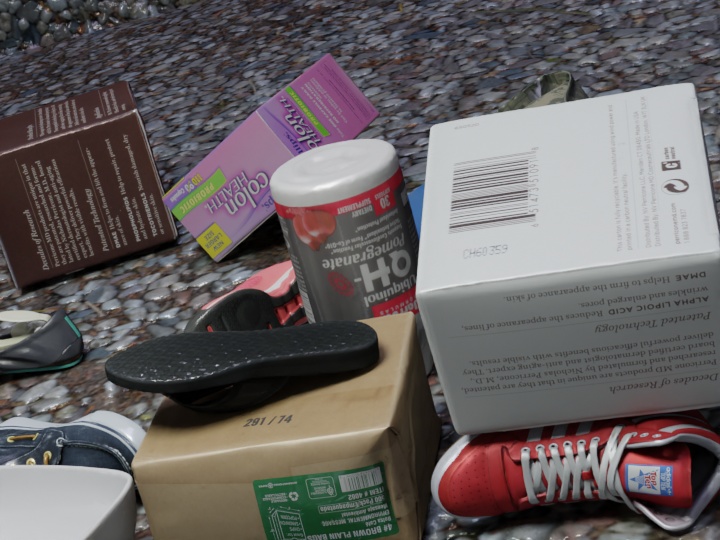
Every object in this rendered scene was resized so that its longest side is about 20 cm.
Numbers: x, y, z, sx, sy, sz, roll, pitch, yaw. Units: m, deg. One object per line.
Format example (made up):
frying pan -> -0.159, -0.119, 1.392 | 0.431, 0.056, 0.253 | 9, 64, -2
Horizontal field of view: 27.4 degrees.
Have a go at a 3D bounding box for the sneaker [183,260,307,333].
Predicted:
sneaker -> -0.098, 0.043, 1.413 | 0.199, 0.074, 0.086 | -28, 11, -39

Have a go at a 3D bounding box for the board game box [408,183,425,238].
board game box -> 0.111, -0.026, 1.425 | 0.157, 0.039, 0.200 | 28, 32, 17

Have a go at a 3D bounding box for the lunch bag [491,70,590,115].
lunch bag -> 0.174, -0.065, 1.220 | 0.117, 0.165, 0.200 | -31, 12, 20

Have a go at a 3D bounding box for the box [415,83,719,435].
box -> 0.149, -0.010, 1.017 | 0.198, 0.131, 0.200 | -8, 38, 13

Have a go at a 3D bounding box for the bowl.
bowl -> -0.269, 0.221, 1.059 | 0.198, 0.075, 0.200 | -3, 26, 28

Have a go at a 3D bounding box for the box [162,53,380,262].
box -> -0.099, -0.130, 1.672 | 0.176, 0.097, 0.200 | -38, 7, 35

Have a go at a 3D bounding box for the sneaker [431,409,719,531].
sneaker -> 0.152, 0.136, 0.992 | 0.198, 0.072, 0.113 | -16, 18, -8

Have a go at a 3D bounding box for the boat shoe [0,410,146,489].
boat shoe -> -0.255, 0.168, 1.198 | 0.199, 0.071, 0.091 | -6, 23, 40

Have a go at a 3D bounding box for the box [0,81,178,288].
box -> -0.339, -0.106, 1.755 | 0.198, 0.165, 0.166 | -18, 22, -6

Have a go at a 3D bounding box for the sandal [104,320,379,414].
sandal -> -0.084, 0.076, 1.066 | 0.199, 0.048, 0.075 | -5, 21, -7

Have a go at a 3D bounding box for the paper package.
paper package -> -0.050, 0.128, 1.101 | 0.198, 0.104, 0.191 | -9, 24, 13

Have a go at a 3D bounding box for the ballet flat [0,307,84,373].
ballet flat -> -0.378, 0.079, 1.487 | 0.198, 0.074, 0.073 | -13, 22, 5

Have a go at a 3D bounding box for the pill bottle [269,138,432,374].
pill bottle -> 0.000, 0.000, 1.246 | 0.110, 0.201, 0.111 | -13, 22, 5
